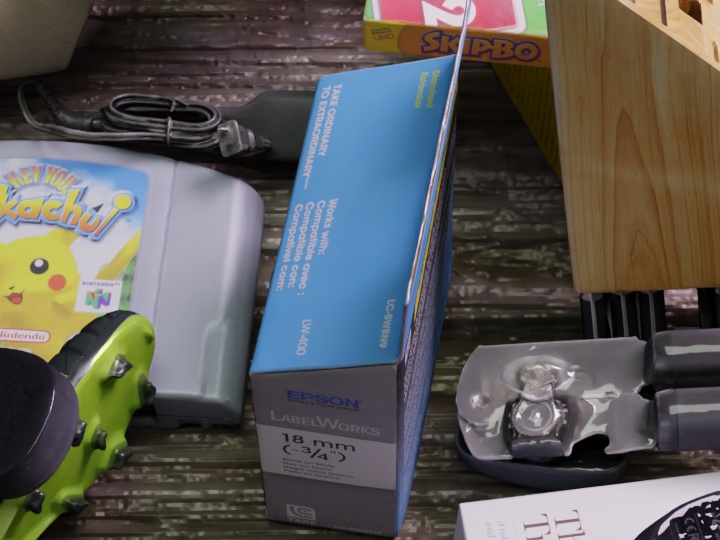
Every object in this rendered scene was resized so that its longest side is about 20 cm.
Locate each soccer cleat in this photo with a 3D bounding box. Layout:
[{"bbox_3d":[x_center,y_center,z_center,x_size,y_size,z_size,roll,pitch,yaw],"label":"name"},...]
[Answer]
[{"bbox_3d":[-0.160,0.091,0.794,0.081,0.068,0.200,29,77,23],"label":"soccer cleat"}]

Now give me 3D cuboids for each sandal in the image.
[{"bbox_3d":[-0.202,0.051,0.782,0.200,0.043,0.076,-5,59,30],"label":"sandal"}]

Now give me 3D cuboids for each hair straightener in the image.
[{"bbox_3d":[-0.063,-0.073,0.899,0.200,0.077,0.041,7,93,4],"label":"hair straightener"}]

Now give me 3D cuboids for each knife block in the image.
[{"bbox_3d":[0.108,-0.034,0.804,0.200,0.176,0.064,31,37,-21],"label":"knife block"}]

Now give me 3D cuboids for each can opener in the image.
[{"bbox_3d":[0.139,0.057,0.814,0.200,0.067,0.053,-3,60,8],"label":"can opener"}]

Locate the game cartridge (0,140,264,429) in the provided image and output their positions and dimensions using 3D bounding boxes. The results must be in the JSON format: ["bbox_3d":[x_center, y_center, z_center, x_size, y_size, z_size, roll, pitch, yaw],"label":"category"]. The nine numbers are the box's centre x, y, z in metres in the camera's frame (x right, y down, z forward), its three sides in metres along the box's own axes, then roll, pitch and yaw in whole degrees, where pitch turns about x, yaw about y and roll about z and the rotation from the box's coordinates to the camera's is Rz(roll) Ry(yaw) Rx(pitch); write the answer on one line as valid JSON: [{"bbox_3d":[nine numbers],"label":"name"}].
[{"bbox_3d":[-0.146,0.003,0.880,0.200,0.040,0.134,3,55,2],"label":"game cartridge"}]

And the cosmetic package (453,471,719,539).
[{"bbox_3d":[0.126,0.181,0.761,0.151,0.052,0.200,-6,59,-7],"label":"cosmetic package"}]

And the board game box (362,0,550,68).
[{"bbox_3d":[0.106,-0.129,0.837,0.200,0.030,0.096,8,61,5],"label":"board game box"}]

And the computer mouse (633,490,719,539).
[{"bbox_3d":[0.193,0.111,0.762,0.200,0.034,0.059,-6,66,-13],"label":"computer mouse"}]

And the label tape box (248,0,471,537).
[{"bbox_3d":[0.000,0.000,0.783,0.063,0.200,0.144,9,59,6],"label":"label tape box"}]

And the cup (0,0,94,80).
[{"bbox_3d":[-0.186,-0.168,0.909,0.143,0.200,0.201,21,59,-9],"label":"cup"}]

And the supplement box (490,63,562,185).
[{"bbox_3d":[0.117,-0.140,0.921,0.109,0.110,0.200,-21,61,-12],"label":"supplement box"}]
